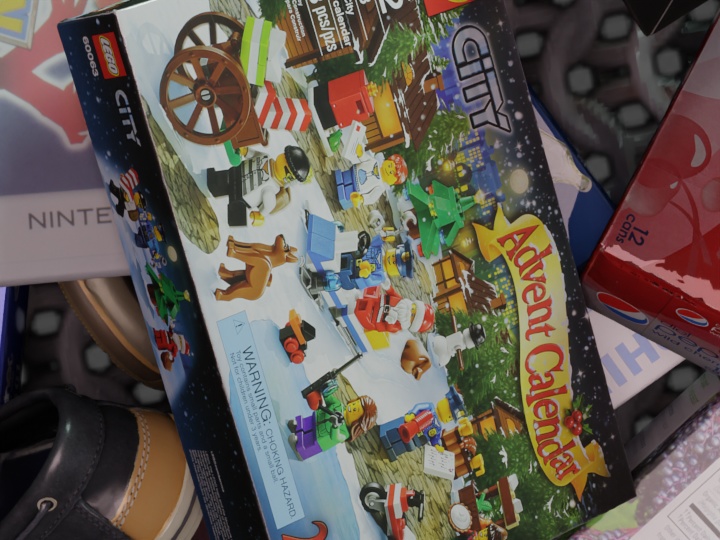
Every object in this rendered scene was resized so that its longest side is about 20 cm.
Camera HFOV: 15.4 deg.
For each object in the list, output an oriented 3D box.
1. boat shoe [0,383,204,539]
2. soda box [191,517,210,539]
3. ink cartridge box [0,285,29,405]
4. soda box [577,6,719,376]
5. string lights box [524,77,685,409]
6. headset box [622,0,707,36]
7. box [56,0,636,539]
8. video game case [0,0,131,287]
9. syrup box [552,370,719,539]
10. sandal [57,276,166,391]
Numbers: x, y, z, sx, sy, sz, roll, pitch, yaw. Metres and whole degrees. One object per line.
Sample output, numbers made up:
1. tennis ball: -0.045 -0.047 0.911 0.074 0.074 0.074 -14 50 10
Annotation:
1. boat shoe: -0.136 0.082 0.862 0.199 0.075 0.062 -22 140 38
2. soda box: -0.044 0.166 0.920 0.070 0.063 0.201 1 97 5
3. ink cartridge box: -0.217 0.010 0.930 0.199 0.044 0.095 6 98 3
4. soda box: 0.142 -0.069 0.854 0.063 0.070 0.201 27 77 3
5. string lights box: 0.018 -0.030 0.904 0.103 0.059 0.200 -36 93 4
6. headset box: 0.098 -0.198 0.838 0.148 0.075 0.200 -32 59 6
7. box: 0.000 0.000 0.815 0.136 0.038 0.201 -22 102 -32
8. video game case: -0.068 -0.099 0.820 0.181 0.023 0.201 -5 94 -26
9. syrup box: 0.143 0.067 0.897 0.200 0.079 0.081 -44 92 7
10. sandal: -0.097 -0.054 0.898 0.054 0.080 0.200 -28 100 19
